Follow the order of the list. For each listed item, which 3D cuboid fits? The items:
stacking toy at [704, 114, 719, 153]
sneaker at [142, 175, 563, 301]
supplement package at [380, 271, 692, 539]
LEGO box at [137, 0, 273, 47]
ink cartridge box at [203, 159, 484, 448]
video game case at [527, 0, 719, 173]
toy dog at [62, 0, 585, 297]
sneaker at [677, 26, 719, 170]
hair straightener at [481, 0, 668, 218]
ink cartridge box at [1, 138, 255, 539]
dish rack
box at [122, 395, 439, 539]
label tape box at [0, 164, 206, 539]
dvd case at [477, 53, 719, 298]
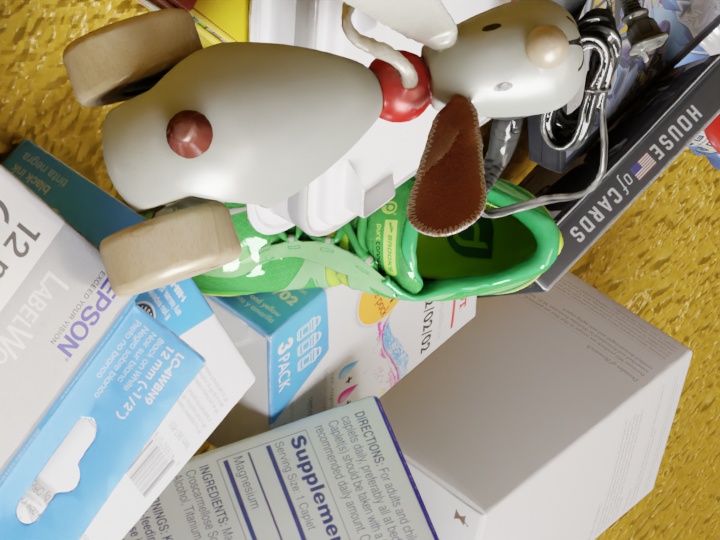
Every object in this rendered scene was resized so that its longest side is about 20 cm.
[{"bbox_3d":[0.237,-0.131,1.274,0.085,0.085,0.200,-34,159,-39],"label":"stacking toy"},{"bbox_3d":[-0.003,-0.023,1.059,0.084,0.198,0.075,179,-89,-77],"label":"sneaker"},{"bbox_3d":[0.078,0.103,1.362,0.200,0.119,0.122,-33,146,-40],"label":"supplement package"},{"bbox_3d":[-0.026,-0.155,0.962,0.149,0.077,0.200,-57,153,0],"label":"LEGO box"},{"bbox_3d":[0.000,0.000,1.179,0.200,0.068,0.116,-40,149,-31],"label":"ink cartridge box"},{"bbox_3d":[0.140,-0.174,1.143,0.181,0.025,0.201,-42,144,-34],"label":"video game case"},{"bbox_3d":[-0.011,-0.063,0.830,0.200,0.132,0.096,-37,-173,-14],"label":"toy dog"},{"bbox_3d":[0.196,-0.107,1.413,0.077,0.076,0.200,-35,151,3],"label":"sneaker"},{"bbox_3d":[0.083,-0.099,0.944,0.041,0.077,0.201,-11,132,-36],"label":"hair straightener"},{"bbox_3d":[-0.153,0.071,0.979,0.200,0.084,0.145,-50,152,-13],"label":"ink cartridge box"},{"bbox_3d":[0.034,-0.109,0.980,0.200,0.043,0.172,-38,146,-36],"label":"dish rack"},{"bbox_3d":[-0.050,0.184,1.087,0.199,0.185,0.105,-18,143,-7],"label":"box"},{"bbox_3d":[-0.155,0.036,0.853,0.200,0.066,0.144,41,79,-25],"label":"label tape box"},{"bbox_3d":[0.115,-0.046,1.241,0.150,0.025,0.200,-46,-174,-8],"label":"dvd case"}]
